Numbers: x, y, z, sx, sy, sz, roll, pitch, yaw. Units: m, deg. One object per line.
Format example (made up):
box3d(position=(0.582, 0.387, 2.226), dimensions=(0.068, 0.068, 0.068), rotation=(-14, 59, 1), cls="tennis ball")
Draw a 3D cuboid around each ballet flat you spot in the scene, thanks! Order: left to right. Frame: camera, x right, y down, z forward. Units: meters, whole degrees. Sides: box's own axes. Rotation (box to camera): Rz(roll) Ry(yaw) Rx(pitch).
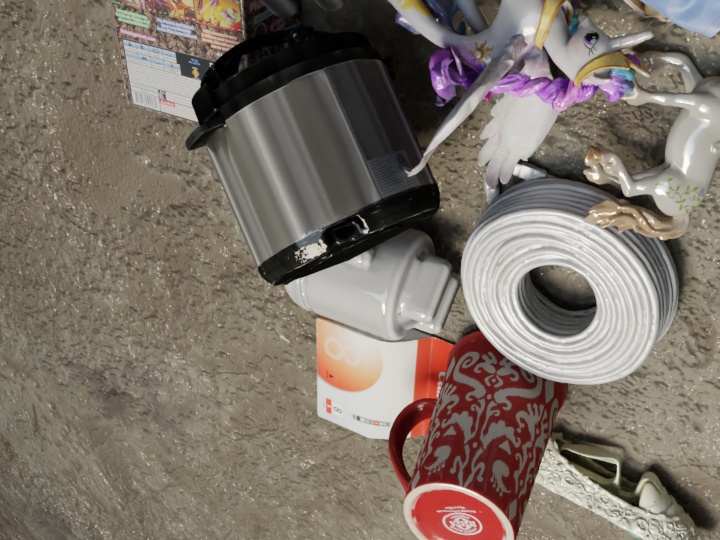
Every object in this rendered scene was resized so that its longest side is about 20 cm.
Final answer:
box3d(position=(0.270, 0.231, 0.949), dimensions=(0.198, 0.072, 0.073), rotation=(24, 132, 19), cls="ballet flat")

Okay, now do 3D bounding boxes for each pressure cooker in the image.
box3d(position=(-0.039, -0.109, 0.774), dimensions=(0.177, 0.176, 0.202), rotation=(-25, 88, 14), cls="pressure cooker")

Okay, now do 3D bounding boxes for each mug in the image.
box3d(position=(0.112, 0.186, 0.915), dimensions=(0.133, 0.201, 0.178), rotation=(37, 132, -7), cls="mug")

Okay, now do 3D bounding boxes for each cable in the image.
box3d(position=(0.189, 0.013, 0.840), dimensions=(0.198, 0.069, 0.202), rotation=(17, 129, 25), cls="cable")

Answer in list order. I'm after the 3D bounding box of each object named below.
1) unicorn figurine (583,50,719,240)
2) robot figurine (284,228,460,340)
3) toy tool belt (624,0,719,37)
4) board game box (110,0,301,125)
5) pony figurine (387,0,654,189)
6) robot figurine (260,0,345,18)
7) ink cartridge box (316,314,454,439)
box3d(position=(0.259, -0.110, 0.705), dimensions=(0.136, 0.074, 0.202), rotation=(23, 133, 8), cls="unicorn figurine")
box3d(position=(0.000, 0.000, 0.933), dimensions=(0.198, 0.114, 0.170), rotation=(19, 164, 22), cls="robot figurine")
box3d(position=(0.225, -0.213, 0.604), dimensions=(0.199, 0.123, 0.125), rotation=(41, 127, 3), cls="toy tool belt")
box3d(position=(-0.146, -0.249, 0.865), dimensions=(0.158, 0.097, 0.202), rotation=(19, 130, 23), cls="board game box")
box3d(position=(0.109, -0.171, 0.714), dimensions=(0.193, 0.166, 0.201), rotation=(-46, 69, 32), cls="pony figurine")
box3d(position=(-0.046, -0.302, 0.699), dimensions=(0.148, 0.204, 0.125), rotation=(4, 169, -16), cls="robot figurine")
box3d(position=(0.040, 0.138, 1.052), dimensions=(0.198, 0.050, 0.164), rotation=(22, 132, 25), cls="ink cartridge box")
